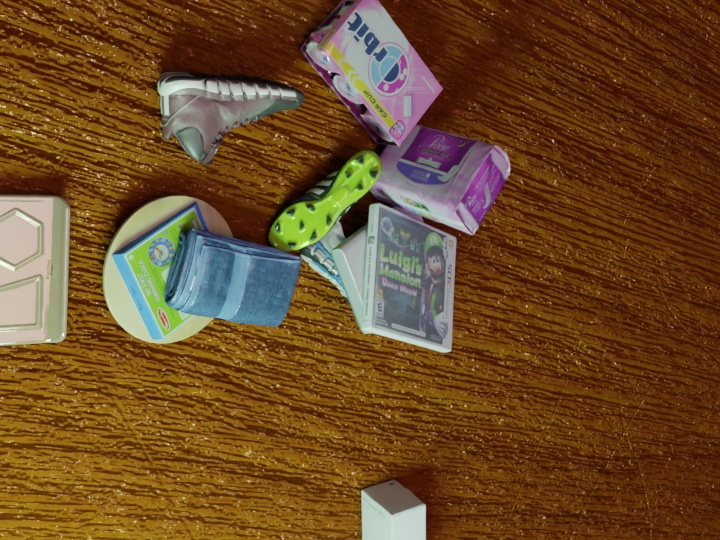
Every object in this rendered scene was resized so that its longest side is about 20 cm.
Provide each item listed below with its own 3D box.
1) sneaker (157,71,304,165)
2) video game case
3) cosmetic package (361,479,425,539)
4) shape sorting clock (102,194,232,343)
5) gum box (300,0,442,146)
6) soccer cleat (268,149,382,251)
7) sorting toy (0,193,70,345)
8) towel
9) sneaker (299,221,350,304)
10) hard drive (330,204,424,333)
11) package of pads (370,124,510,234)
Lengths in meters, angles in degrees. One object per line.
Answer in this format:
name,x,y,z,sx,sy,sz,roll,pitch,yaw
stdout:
sneaker,-0.174,-0.198,1.220,0.196,0.076,0.118,1,108,-22
video game case,0.077,0.015,1.368,0.198,0.023,0.186,19,70,-46
cosmetic package,0.055,0.465,1.516,0.070,0.101,0.204,-9,107,-29
shape sorting clock,-0.254,-0.001,1.232,0.198,0.039,0.204,-16,114,-41
gum box,0.016,-0.291,1.310,0.114,0.066,0.200,-51,123,-12
soccer cleat,-0.049,-0.098,1.323,0.199,0.081,0.068,-39,97,4
sorting toy,-0.457,0.000,1.110,0.196,0.036,0.189,-1,103,-28
towel,-0.171,0.014,1.256,0.198,0.048,0.114,14,93,-47
sneaker,0.000,0.000,1.378,0.200,0.074,0.087,47,69,-33
hard drive,0.042,-0.013,1.369,0.199,0.026,0.134,-39,113,-46
package of pads,0.109,-0.140,1.327,0.122,0.198,0.076,-57,136,-10
